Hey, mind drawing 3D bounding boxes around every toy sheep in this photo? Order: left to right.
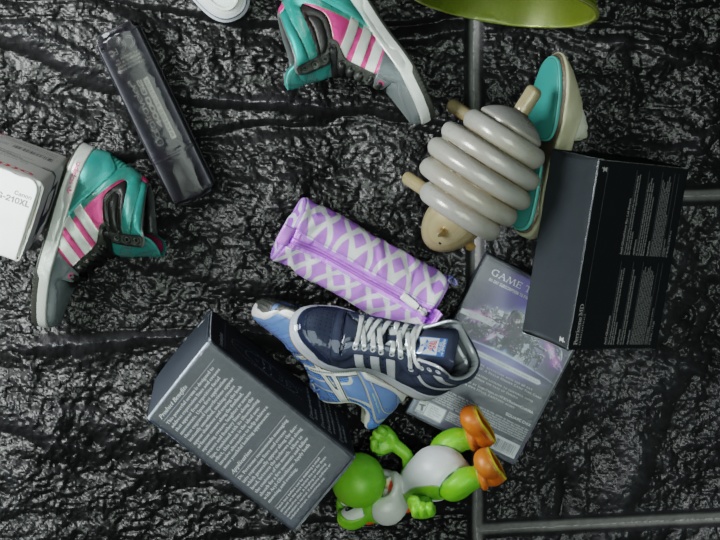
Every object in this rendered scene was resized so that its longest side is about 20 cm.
[{"bbox_3d":[0.126,-0.108,1.548,0.137,0.138,0.201,27,100,-9],"label":"toy sheep"}]

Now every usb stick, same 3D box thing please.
[{"bbox_3d":[-0.216,-0.165,1.566,0.055,0.033,0.202,-23,102,7],"label":"usb stick"}]

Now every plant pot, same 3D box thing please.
[{"bbox_3d":[0.155,-0.363,1.490,0.198,0.200,0.195,9,88,-6],"label":"plant pot"}]

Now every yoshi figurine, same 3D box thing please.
[{"bbox_3d":[0.051,0.221,1.622,0.199,0.112,0.113,-26,93,13],"label":"yoshi figurine"}]

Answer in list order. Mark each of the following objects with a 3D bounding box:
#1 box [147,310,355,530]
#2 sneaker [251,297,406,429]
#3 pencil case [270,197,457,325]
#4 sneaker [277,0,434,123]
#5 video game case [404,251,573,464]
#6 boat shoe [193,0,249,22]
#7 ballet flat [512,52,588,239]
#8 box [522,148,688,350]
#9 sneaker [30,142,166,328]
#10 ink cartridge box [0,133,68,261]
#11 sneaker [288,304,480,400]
[{"bbox_3d":[-0.116,0.156,1.576,0.200,0.148,0.107,39,95,-10],"label":"box"},{"bbox_3d":[-0.037,0.099,1.608,0.199,0.076,0.077,33,92,-8],"label":"sneaker"},{"bbox_3d":[0.000,0.000,1.588,0.199,0.086,0.084,28,110,-8],"label":"pencil case"},{"bbox_3d":[-0.020,-0.213,1.536,0.120,0.084,0.201,-36,94,-2],"label":"sneaker"},{"bbox_3d":[0.156,0.099,1.653,0.142,0.019,0.201,26,97,-9],"label":"video game case"},{"bbox_3d":[-0.170,-0.349,1.516,0.073,0.067,0.202,-24,102,1],"label":"boat shoe"},{"bbox_3d":[0.210,-0.132,1.596,0.069,0.070,0.202,11,102,-6],"label":"ballet flat"},{"bbox_3d":[0.260,-0.021,1.578,0.140,0.079,0.202,2,101,-39],"label":"box"},{"bbox_3d":[-0.269,-0.022,1.567,0.120,0.084,0.202,18,98,2],"label":"sneaker"},{"bbox_3d":[-0.382,-0.087,1.482,0.143,0.200,0.085,19,99,-8],"label":"ink cartridge box"},{"bbox_3d":[0.031,0.075,1.534,0.199,0.108,0.071,23,66,-24],"label":"sneaker"}]
